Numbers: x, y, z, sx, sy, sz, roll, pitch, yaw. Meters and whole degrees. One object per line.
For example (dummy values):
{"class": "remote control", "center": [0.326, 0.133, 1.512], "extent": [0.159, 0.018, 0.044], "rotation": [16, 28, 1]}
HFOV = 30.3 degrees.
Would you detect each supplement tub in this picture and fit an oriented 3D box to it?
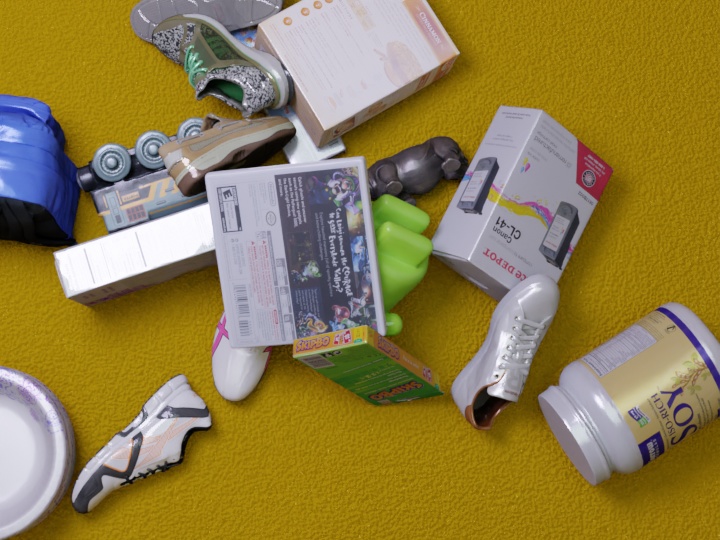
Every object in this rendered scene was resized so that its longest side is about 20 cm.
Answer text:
{"class": "supplement tub", "center": [0.323, 0.146, 1.555], "extent": [0.199, 0.145, 0.146], "rotation": [-32, 84, -5]}

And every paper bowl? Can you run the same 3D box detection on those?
{"class": "paper bowl", "center": [-0.432, 0.213, 1.550], "extent": [0.199, 0.104, 0.203], "rotation": [0, 82, -2]}

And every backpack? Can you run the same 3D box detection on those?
{"class": "backpack", "center": [-0.420, -0.121, 1.547], "extent": [0.161, 0.200, 0.170], "rotation": [0, 82, 0]}

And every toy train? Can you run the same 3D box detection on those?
{"class": "toy train", "center": [-0.240, -0.113, 1.614], "extent": [0.198, 0.085, 0.115], "rotation": [-18, 96, -6]}

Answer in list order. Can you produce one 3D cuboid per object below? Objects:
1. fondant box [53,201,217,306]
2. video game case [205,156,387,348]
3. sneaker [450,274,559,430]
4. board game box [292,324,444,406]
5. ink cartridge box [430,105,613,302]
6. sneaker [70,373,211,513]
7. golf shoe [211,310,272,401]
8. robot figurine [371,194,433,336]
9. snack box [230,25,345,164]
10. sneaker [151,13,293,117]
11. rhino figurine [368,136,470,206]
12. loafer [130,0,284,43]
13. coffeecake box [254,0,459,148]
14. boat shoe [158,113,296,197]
{"class": "fondant box", "center": [-0.247, -0.018, 1.565], "extent": [0.198, 0.144, 0.059], "rotation": [-17, 85, -3]}
{"class": "video game case", "center": [-0.071, -0.018, 1.474], "extent": [0.180, 0.023, 0.202], "rotation": [-5, 102, 11]}
{"class": "sneaker", "center": [0.181, 0.102, 1.549], "extent": [0.072, 0.085, 0.201], "rotation": [16, 116, -25]}
{"class": "board game box", "center": [0.014, 0.113, 1.525], "extent": [0.095, 0.200, 0.030], "rotation": [-13, 60, 26]}
{"class": "ink cartridge box", "center": [0.192, -0.073, 1.581], "extent": [0.147, 0.085, 0.201], "rotation": [32, 80, -34]}
{"class": "sneaker", "center": [-0.258, 0.217, 1.570], "extent": [0.080, 0.074, 0.200], "rotation": [44, 84, 2]}
{"class": "golf shoe", "center": [-0.132, 0.057, 1.585], "extent": [0.072, 0.092, 0.202], "rotation": [16, 84, 0]}
{"class": "robot figurine", "center": [0.000, 0.000, 1.552], "extent": [0.115, 0.200, 0.177], "rotation": [22, 42, -29]}
{"class": "snack box", "center": [-0.092, -0.223, 1.656], "extent": [0.071, 0.024, 0.201], "rotation": [-25, 84, -4]}
{"class": "sneaker", "center": [-0.179, -0.241, 1.585], "extent": [0.199, 0.077, 0.089], "rotation": [27, 45, 21]}
{"class": "rhino figurine", "center": [0.042, -0.108, 1.619], "extent": [0.198, 0.088, 0.060], "rotation": [-20, 122, -3]}
{"class": "loafer", "center": [-0.185, -0.323, 1.652], "extent": [0.198, 0.063, 0.073], "rotation": [-7, 109, 14]}
{"class": "coffeecake box", "center": [-0.005, -0.270, 1.625], "extent": [0.199, 0.073, 0.154], "rotation": [-31, 84, -14]}
{"class": "boat shoe", "center": [-0.155, -0.155, 1.555], "extent": [0.076, 0.200, 0.072], "rotation": [50, 128, 9]}
